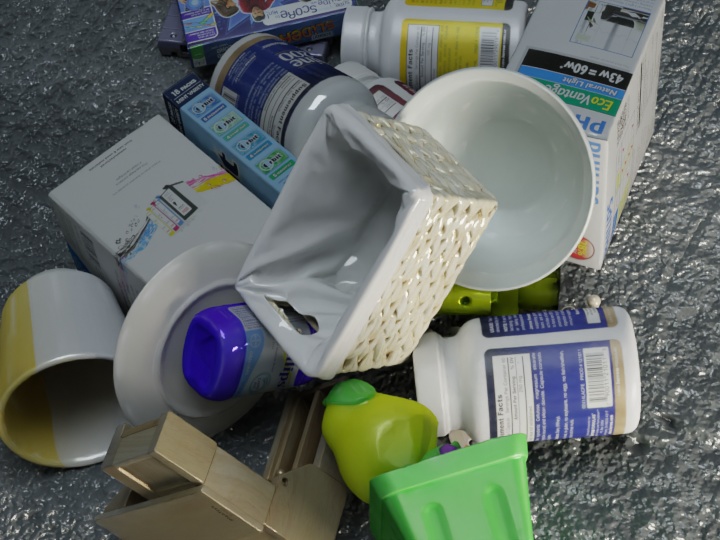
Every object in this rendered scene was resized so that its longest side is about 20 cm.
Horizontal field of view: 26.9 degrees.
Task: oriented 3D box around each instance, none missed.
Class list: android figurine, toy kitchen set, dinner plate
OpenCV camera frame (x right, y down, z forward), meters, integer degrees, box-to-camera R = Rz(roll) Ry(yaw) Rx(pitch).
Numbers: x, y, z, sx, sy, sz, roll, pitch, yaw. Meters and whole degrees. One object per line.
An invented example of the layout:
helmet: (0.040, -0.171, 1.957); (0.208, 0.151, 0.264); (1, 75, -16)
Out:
android figurine: (0.094, 0.009, 1.453); (0.198, 0.042, 0.182); (4, 14, 10)
toy kitchen set: (-0.131, 0.156, 1.352); (0.162, 0.200, 0.182); (-22, 40, 43)
dinner plate: (-0.137, 0.070, 1.382); (0.200, 0.201, 0.024); (-41, 44, -23)

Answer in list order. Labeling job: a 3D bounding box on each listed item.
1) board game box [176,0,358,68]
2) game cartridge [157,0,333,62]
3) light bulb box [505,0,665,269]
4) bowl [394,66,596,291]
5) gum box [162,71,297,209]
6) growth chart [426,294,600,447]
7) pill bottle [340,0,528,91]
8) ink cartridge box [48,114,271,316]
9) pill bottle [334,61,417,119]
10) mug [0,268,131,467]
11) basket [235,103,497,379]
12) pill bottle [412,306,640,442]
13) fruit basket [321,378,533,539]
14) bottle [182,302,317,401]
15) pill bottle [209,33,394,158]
board game box: (-0.110, -0.311, 1.720); (0.198, 0.035, 0.136); (-13, 55, -4)
game cartridge: (-0.125, -0.297, 1.753); (0.198, 0.039, 0.131); (6, 59, 10)
light bulb box: (0.216, -0.148, 1.510); (0.124, 0.199, 0.201); (15, 55, 18)
bowl: (0.126, -0.089, 1.364); (0.199, 0.203, 0.090); (19, 21, 18)
gum box: (-0.109, -0.079, 1.507); (0.044, 0.171, 0.200); (-38, 59, -21)
growth chart: (0.148, 0.100, 1.448); (0.198, 0.018, 0.146); (-9, 54, 0)
pill bottle: (0.081, -0.243, 1.645); (0.198, 0.112, 0.112); (5, 54, 8)
ink cartridge box: (-0.178, -0.018, 1.482); (0.144, 0.148, 0.200); (-38, 60, -22)
pill bottle: (0.041, -0.127, 1.563); (0.114, 0.115, 0.200); (-40, 59, -22)
mug: (-0.293, 0.077, 1.421); (0.185, 0.150, 0.154); (10, 38, -29)
basket: (0.006, -0.023, 1.299); (0.123, 0.201, 0.136); (1, 37, -47)
pill bottle: (0.148, 0.097, 1.369); (0.198, 0.116, 0.117); (-4, 53, 3)
fruit basket: (0.058, 0.175, 1.286); (0.154, 0.217, 0.217); (-15, 54, -6)
bottle: (-0.067, 0.066, 1.381); (0.199, 0.084, 0.065); (-7, 31, -42)
pill bottle: (-0.052, -0.152, 1.490); (0.111, 0.112, 0.199); (-38, 47, -21)
